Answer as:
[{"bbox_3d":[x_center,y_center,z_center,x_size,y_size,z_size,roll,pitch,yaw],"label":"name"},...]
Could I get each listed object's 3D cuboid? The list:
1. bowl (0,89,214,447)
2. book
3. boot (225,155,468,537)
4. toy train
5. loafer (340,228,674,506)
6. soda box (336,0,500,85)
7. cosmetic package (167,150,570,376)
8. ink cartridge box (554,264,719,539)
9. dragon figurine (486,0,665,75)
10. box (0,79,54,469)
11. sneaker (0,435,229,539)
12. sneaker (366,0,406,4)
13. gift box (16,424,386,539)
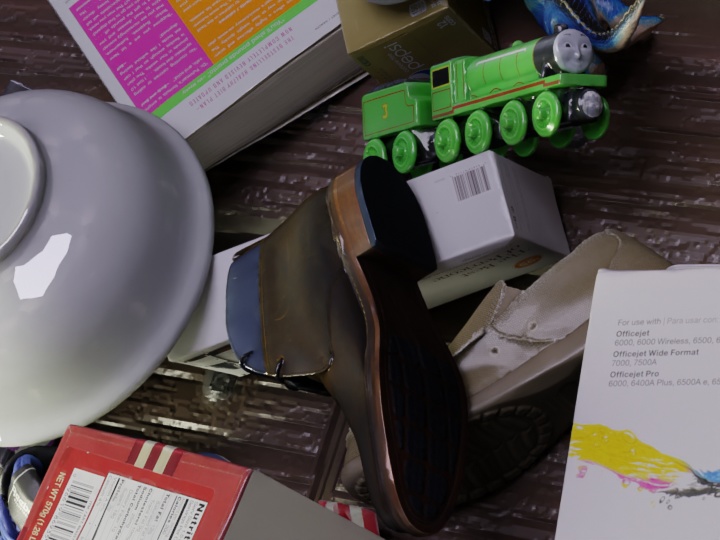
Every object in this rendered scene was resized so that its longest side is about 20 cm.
[{"bbox_3d":[-0.181,-0.018,1.486,0.201,0.090,0.201,-14,58,23],"label":"bowl"},{"bbox_3d":[-0.097,-0.152,1.624,0.134,0.048,0.200,-33,52,-2],"label":"book"},{"bbox_3d":[-0.009,0.050,1.392,0.097,0.075,0.200,-27,52,29],"label":"boot"},{"bbox_3d":[0.061,-0.083,1.465,0.200,0.042,0.057,-12,78,58],"label":"toy train"},{"bbox_3d":[0.075,0.050,1.431,0.200,0.076,0.067,-30,53,5],"label":"loafer"},{"bbox_3d":[0.017,-0.196,1.580,0.064,0.068,0.200,-24,57,19],"label":"soda box"},{"bbox_3d":[0.000,0.000,1.485,0.200,0.083,0.051,-20,76,22],"label":"cosmetic package"},{"bbox_3d":[0.182,0.113,1.287,0.144,0.147,0.200,-2,67,30],"label":"ink cartridge box"},{"bbox_3d":[0.098,-0.142,1.464,0.099,0.200,0.059,45,97,-1],"label":"dragon figurine"},{"bbox_3d":[-0.191,0.003,1.629,0.143,0.036,0.200,25,83,36],"label":"box"},{"bbox_3d":[-0.164,0.147,1.494,0.199,0.115,0.081,-41,53,8],"label":"sneaker"},{"bbox_3d":[0.052,-0.231,1.495,0.078,0.079,0.200,30,73,36],"label":"sneaker"},{"bbox_3d":[-0.065,0.180,1.383,0.200,0.187,0.185,16,77,55],"label":"gift box"}]
